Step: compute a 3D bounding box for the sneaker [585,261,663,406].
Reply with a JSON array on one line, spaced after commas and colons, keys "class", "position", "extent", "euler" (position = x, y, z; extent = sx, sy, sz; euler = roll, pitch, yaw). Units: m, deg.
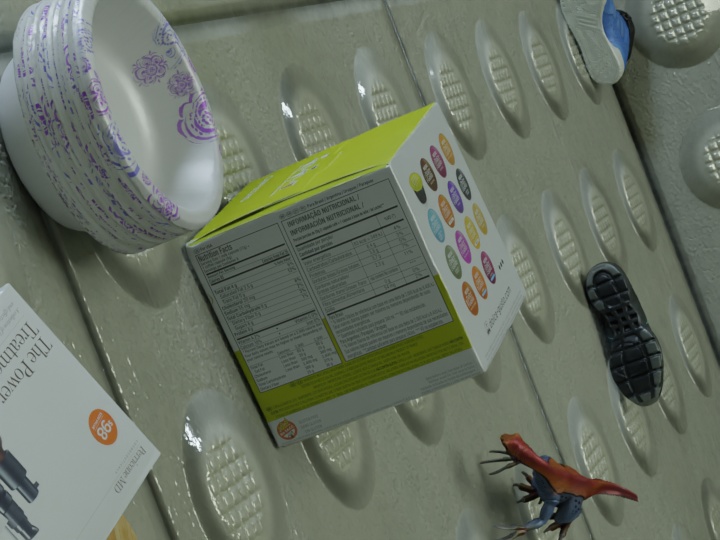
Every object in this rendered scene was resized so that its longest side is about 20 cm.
[{"class": "sneaker", "position": [0.364, 0.084, 2.907], "extent": [0.079, 0.075, 0.201], "euler": [17, 56, -68]}]

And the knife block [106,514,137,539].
[{"class": "knife block", "position": [-0.178, 0.243, 1.379], "extent": [0.201, 0.064, 0.176], "euler": [62, 21, -21]}]

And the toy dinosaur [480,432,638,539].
[{"class": "toy dinosaur", "position": [0.199, 0.210, 2.275], "extent": [0.105, 0.199, 0.182], "euler": [61, -16, 22]}]

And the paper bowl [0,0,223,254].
[{"class": "paper bowl", "position": [-0.193, -0.110, 1.619], "extent": [0.201, 0.104, 0.201], "euler": [51, 27, -39]}]

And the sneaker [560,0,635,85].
[{"class": "sneaker", "position": [0.369, -0.396, 3.366], "extent": [0.201, 0.076, 0.111], "euler": [68, 26, -17]}]

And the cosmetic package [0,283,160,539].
[{"class": "cosmetic package", "position": [-0.221, 0.125, 1.306], "extent": [0.151, 0.052, 0.200], "euler": [51, 37, -17]}]

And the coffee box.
[{"class": "coffee box", "position": [0.000, 0.000, 1.871], "extent": [0.199, 0.199, 0.200], "euler": [64, 20, -12]}]
